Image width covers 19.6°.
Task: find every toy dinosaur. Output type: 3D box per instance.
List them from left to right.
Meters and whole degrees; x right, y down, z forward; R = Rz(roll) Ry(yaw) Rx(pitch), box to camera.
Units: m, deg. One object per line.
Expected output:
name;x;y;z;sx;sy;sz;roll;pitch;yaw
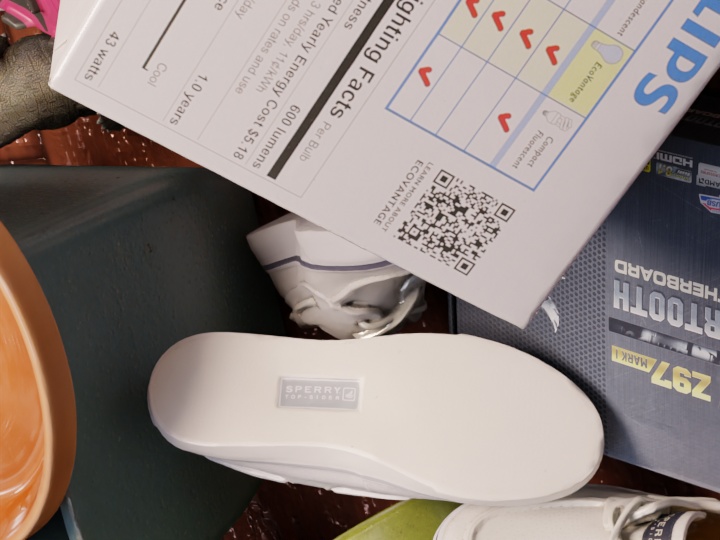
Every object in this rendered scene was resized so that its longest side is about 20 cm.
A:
toy dinosaur;-0.165;-0.090;1.014;0.102;0.199;0.077;-143;45;-74

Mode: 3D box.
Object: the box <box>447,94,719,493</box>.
box;0.128;0.005;0.867;0.199;0.051;0.159;18;124;35

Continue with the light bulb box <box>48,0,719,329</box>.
light bulb box;0.023;-0.121;0.742;0.199;0.125;0.199;27;115;-18

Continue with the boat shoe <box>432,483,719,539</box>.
boat shoe;0.126;0.120;0.870;0.199;0.071;0.070;8;152;13

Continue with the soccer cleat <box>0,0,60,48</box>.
soccer cleat;-0.160;-0.159;0.998;0.199;0.086;0.070;13;144;43

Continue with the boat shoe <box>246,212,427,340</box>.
boat shoe;0.000;0.000;0.921;0.066;0.072;0.200;66;160;-5

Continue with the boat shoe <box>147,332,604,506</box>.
boat shoe;0.008;0.070;0.911;0.199;0.069;0.072;0;73;10

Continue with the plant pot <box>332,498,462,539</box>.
plant pot;0.052;0.206;0.963;0.200;0.200;0.193;-47;68;45

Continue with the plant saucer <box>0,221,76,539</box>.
plant saucer;-0.193;0.028;0.888;0.200;0.032;0.201;21;126;32

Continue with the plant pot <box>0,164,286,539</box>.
plant pot;-0.143;0.040;1.016;0.196;0.200;0.197;3;114;40
